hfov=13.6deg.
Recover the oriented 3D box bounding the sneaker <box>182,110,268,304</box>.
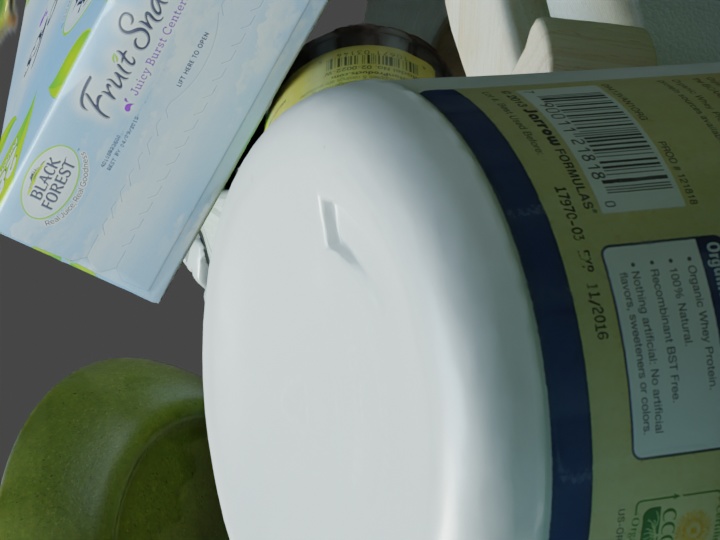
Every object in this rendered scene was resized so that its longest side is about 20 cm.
[{"bbox_3d":[-0.020,0.008,1.034,0.081,0.075,0.201,91,158,-52],"label":"sneaker"}]

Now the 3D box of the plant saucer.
[{"bbox_3d":[-0.049,0.123,1.036,0.031,0.200,0.201,-18,76,31],"label":"plant saucer"}]

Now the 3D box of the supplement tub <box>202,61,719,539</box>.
[{"bbox_3d":[0.078,0.023,0.702,0.144,0.199,0.145,-5,90,65],"label":"supplement tub"}]

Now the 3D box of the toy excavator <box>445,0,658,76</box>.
[{"bbox_3d":[0.043,-0.137,0.837,0.194,0.099,0.201,45,127,56],"label":"toy excavator"}]

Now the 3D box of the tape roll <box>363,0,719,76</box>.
[{"bbox_3d":[0.056,-0.031,0.929,0.203,0.037,0.204,17,110,63],"label":"tape roll"}]

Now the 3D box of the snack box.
[{"bbox_3d":[-0.052,-0.115,0.975,0.169,0.067,0.200,-59,17,26],"label":"snack box"}]

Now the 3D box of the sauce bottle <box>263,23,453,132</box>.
[{"bbox_3d":[0.000,0.000,0.850,0.200,0.064,0.065,-86,6,-60],"label":"sauce bottle"}]
